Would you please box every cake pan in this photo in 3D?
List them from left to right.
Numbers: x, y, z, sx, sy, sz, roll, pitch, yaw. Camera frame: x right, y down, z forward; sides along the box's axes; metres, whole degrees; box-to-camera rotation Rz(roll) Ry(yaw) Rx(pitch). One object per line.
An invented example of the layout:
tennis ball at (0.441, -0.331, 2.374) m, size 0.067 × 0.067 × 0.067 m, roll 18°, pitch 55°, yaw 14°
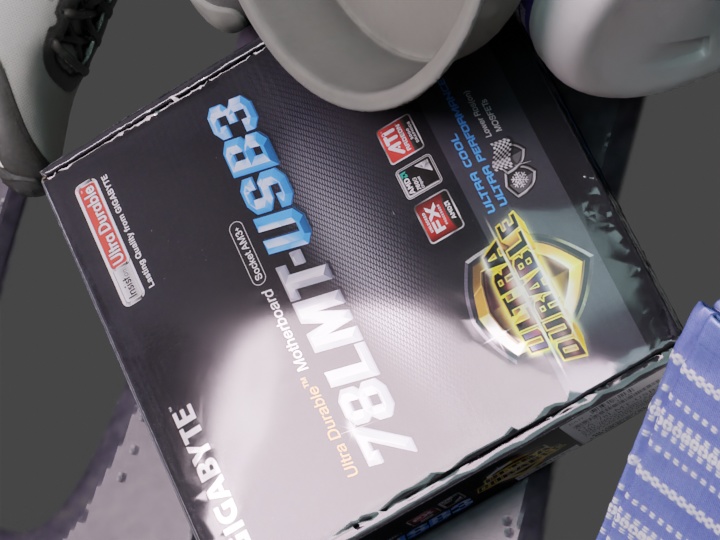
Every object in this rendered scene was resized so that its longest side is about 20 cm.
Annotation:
cake pan at (0.003, -0.159, 0.836) m, size 0.037 × 0.200 × 0.201 m, roll -13°, pitch 64°, yaw -31°

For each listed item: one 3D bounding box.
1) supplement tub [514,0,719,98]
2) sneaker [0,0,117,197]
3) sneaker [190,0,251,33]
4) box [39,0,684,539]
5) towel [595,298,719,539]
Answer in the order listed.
supplement tub at (0.091, -0.181, 0.862) m, size 0.145 × 0.145 × 0.201 m, roll -31°, pitch 68°, yaw 9°
sneaker at (-0.122, -0.129, 0.964) m, size 0.079 × 0.074 × 0.201 m, roll 2°, pitch 76°, yaw 14°
sneaker at (-0.040, -0.195, 0.950) m, size 0.079 × 0.075 × 0.201 m, roll -4°, pitch 75°, yaw 16°
box at (0.000, 0.000, 0.899) m, size 0.198 × 0.050 × 0.201 m, roll -29°, pitch 68°, yaw 9°
towel at (0.138, 0.121, 0.772) m, size 0.145 × 0.024 × 0.201 m, roll 36°, pitch 127°, yaw 25°
